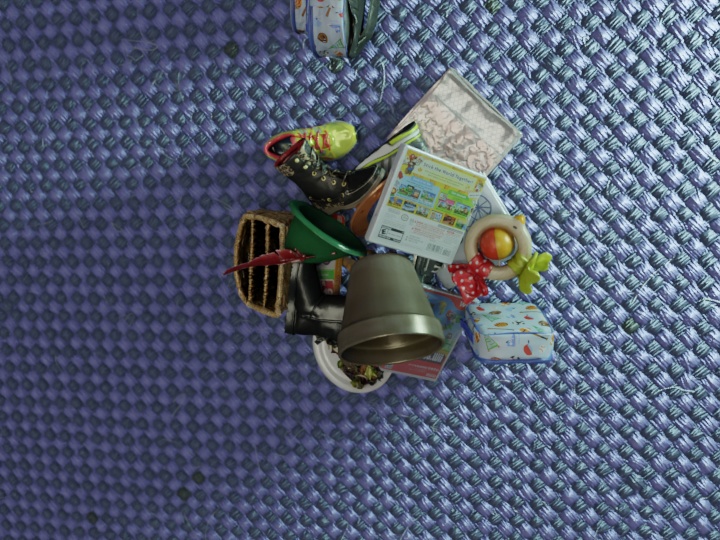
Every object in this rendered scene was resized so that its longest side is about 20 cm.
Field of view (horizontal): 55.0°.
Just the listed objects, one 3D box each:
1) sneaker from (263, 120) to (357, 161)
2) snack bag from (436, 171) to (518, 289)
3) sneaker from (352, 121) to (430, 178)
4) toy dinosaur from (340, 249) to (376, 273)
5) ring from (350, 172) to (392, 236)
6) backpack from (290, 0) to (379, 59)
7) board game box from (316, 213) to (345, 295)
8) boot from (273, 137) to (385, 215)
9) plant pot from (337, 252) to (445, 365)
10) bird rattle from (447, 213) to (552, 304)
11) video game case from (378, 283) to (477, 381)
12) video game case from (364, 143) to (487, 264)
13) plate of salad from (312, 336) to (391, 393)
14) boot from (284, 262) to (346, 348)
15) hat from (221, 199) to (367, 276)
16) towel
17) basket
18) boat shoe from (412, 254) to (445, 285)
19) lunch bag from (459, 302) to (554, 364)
[{"bbox_3d":[-0.103,-0.250,1.384,0.199,0.090,0.079,-10,98,14],"label":"sneaker"},{"bbox_3d":[0.205,-0.071,1.375,0.199,0.021,0.189,-30,103,25],"label":"snack bag"},{"bbox_3d":[0.052,-0.202,1.353,0.200,0.074,0.081,-32,100,38],"label":"sneaker"},{"bbox_3d":[0.000,0.000,1.412,0.200,0.060,0.106,43,111,13],"label":"toy dinosaur"},{"bbox_3d":[0.062,-0.137,1.322,0.200,0.200,0.019,-42,70,18],"label":"ring"},{"bbox_3d":[-0.051,-0.488,1.274,0.153,0.200,0.192,2,110,18],"label":"backpack"},{"bbox_3d":[-0.079,-0.025,1.437,0.095,0.030,0.201,19,110,37],"label":"board game box"},{"bbox_3d":[-0.062,-0.186,1.318,0.150,0.073,0.200,42,148,-25],"label":"boot"},{"bbox_3d":[0.048,0.069,1.295,0.199,0.200,0.174,-13,66,16],"label":"plant pot"},{"bbox_3d":[0.262,-0.028,1.334,0.199,0.113,0.164,-4,101,31],"label":"bird rattle"},{"bbox_3d":[0.138,0.130,1.409,0.142,0.017,0.201,15,109,-28],"label":"video game case"},{"bbox_3d":[0.122,-0.117,1.269,0.199,0.023,0.183,14,103,-32],"label":"video game case"},{"bbox_3d":[-0.020,0.166,1.464,0.199,0.048,0.201,5,102,25],"label":"plate of salad"},{"bbox_3d":[-0.063,0.058,1.386,0.161,0.073,0.199,9,105,5],"label":"boot"},{"bbox_3d":[-0.115,-0.021,1.317,0.200,0.166,0.176,34,104,-2],"label":"hat"},{"bbox_3d":[0.182,-0.258,1.347,0.200,0.032,0.191,43,108,2],"label":"towel"},{"bbox_3d":[-0.202,-0.021,1.428,0.142,0.149,0.201,8,105,11],"label":"basket"},{"bbox_3d":[0.137,-0.020,1.365,0.061,0.073,0.201,10,111,16],"label":"boat shoe"},{"bbox_3d":[0.275,0.117,1.324,0.159,0.200,0.076,-3,104,0],"label":"lunch bag"}]
